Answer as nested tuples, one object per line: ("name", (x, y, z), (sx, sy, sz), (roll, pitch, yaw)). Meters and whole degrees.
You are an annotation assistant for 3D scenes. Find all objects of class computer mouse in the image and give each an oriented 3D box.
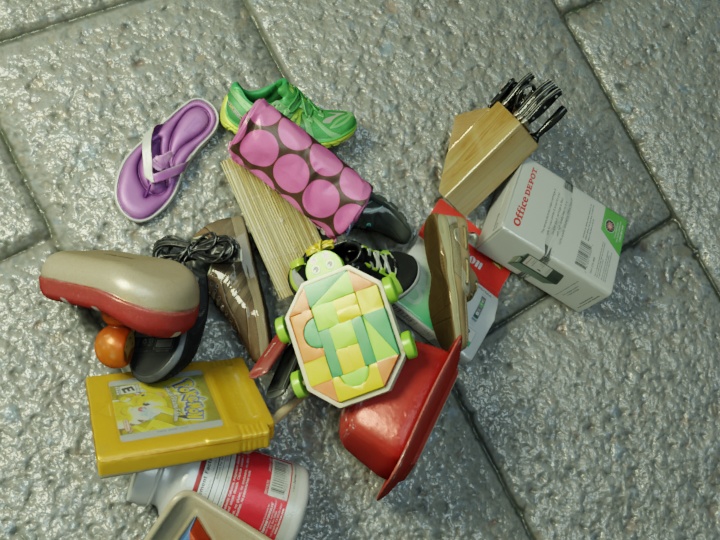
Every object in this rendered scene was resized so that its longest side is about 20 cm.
("computer mouse", (-0.223, 0.052, 0.999), (0.053, 0.137, 0.203), (48, 49, -51))

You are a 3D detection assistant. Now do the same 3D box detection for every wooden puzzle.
("wooden puzzle", (-0.167, 0.365, 0.904), (0.198, 0.046, 0.186), (32, 108, -11))

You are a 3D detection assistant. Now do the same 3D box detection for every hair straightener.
("hair straightener", (-0.075, 0.095, 1.041), (0.077, 0.041, 0.201), (54, 34, -20))

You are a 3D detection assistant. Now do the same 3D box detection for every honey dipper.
("honey dipper", (-0.086, 0.170, 1.004), (0.038, 0.038, 0.200), (51, 40, -1))

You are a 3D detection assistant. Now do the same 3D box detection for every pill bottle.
("pill bottle", (-0.169, 0.260, 0.952), (0.197, 0.112, 0.114), (21, 69, -13))

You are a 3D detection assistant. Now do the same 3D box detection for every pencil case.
("pencil case", (-0.080, -0.128, 1.043), (0.199, 0.091, 0.094), (39, 107, -8))

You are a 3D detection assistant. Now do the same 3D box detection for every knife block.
("knife block", (0.216, -0.188, 1.177), (0.064, 0.174, 0.203), (35, 61, -41))

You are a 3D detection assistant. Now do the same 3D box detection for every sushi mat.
("sushi mat", (-0.109, -0.069, 1.075), (0.095, 0.012, 0.202), (-26, 93, -35))

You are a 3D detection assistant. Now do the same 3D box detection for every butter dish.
("butter dish", (0.027, 0.166, 1.022), (0.146, 0.201, 0.201), (27, 67, 8))

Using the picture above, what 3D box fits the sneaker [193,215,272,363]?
("sneaker", (-0.166, 0.031, 1.052), (0.074, 0.071, 0.203), (-13, 77, -3))

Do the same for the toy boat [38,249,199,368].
("toy boat", (-0.282, 0.050, 0.939), (0.130, 0.198, 0.133), (-5, 101, -57))

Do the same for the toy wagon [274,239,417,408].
("toy wagon", (-0.026, 0.058, 0.957), (0.153, 0.040, 0.203), (-20, 79, 8))

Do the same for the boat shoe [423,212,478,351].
("boat shoe", (0.133, 0.016, 1.103), (0.064, 0.071, 0.203), (2, 72, -20))

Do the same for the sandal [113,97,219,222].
("sandal", (-0.260, -0.158, 1.067), (0.082, 0.050, 0.204), (32, 67, -9))

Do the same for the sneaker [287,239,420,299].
("sneaker", (0.000, 0.000, 1.050), (0.197, 0.083, 0.073), (-7, 60, -26))

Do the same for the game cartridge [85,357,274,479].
("game cartridge", (-0.214, 0.163, 0.939), (0.197, 0.176, 0.033), (-7, 115, -21))

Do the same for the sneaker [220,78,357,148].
("sneaker", (-0.094, -0.221, 1.119), (0.197, 0.085, 0.074), (3, 30, -20))

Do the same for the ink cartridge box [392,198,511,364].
("ink cartridge box", (0.138, 0.009, 1.169), (0.160, 0.050, 0.201), (37, 69, -7))

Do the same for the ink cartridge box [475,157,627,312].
("ink cartridge box", (0.291, -0.056, 1.214), (0.198, 0.084, 0.147), (30, 59, -9))

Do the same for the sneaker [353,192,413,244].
("sneaker", (-0.018, -0.086, 1.134), (0.198, 0.075, 0.080), (33, 81, -2))
